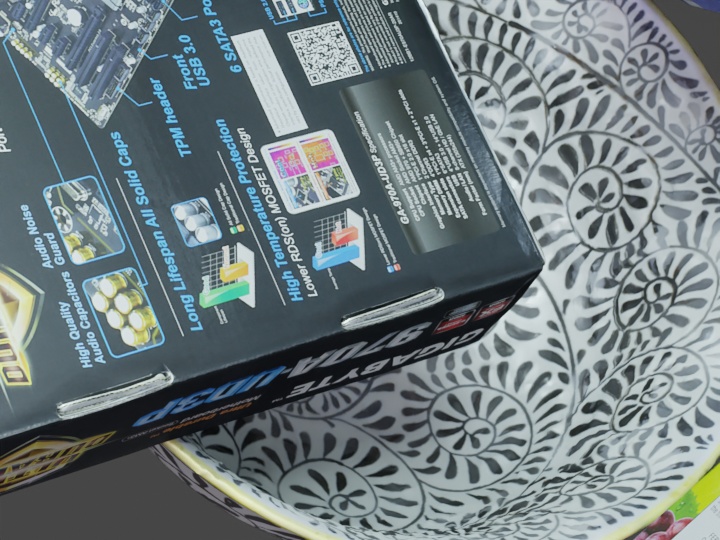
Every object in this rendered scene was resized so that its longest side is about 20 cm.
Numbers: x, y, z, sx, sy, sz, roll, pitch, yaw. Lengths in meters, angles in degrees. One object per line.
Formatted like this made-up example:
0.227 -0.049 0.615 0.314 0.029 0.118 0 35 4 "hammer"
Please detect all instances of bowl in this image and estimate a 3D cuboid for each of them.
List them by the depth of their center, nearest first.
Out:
0.000 0.000 0.707 0.200 0.094 0.201 9 63 -17 "bowl"

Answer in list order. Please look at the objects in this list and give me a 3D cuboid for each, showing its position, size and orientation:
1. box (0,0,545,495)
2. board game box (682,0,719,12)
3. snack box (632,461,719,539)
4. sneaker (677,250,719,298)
-0.068 -0.058 0.625 0.159 0.046 0.200 -17 73 -29 "box"
0.127 -0.158 0.647 0.045 0.134 0.200 30 96 -8 "board game box"
0.180 0.074 0.675 0.200 0.068 0.169 -43 128 0 "snack box"
0.190 0.008 0.752 0.200 0.074 0.087 -7 122 3 "sneaker"
